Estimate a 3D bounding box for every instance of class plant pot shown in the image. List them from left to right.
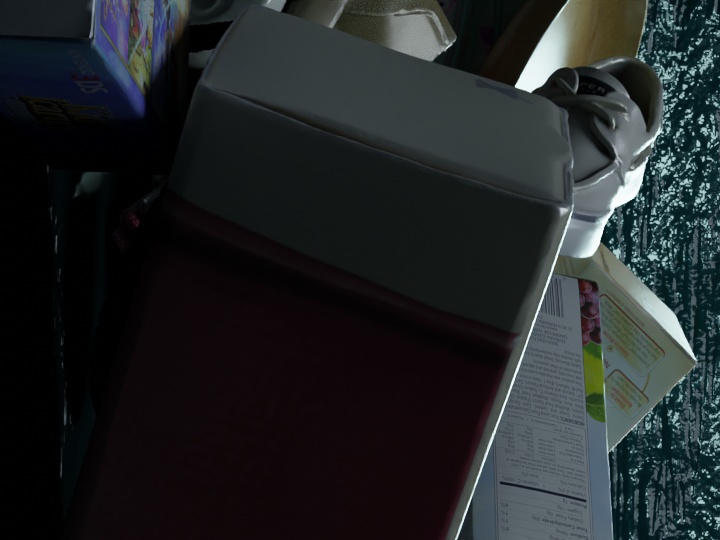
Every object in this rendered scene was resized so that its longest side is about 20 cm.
[{"bbox_3d":[0.083,-0.069,1.185,0.200,0.027,0.201,-52,159,-30],"label":"plant pot"}]

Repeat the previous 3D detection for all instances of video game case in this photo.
[{"bbox_3d":[-0.074,-0.130,0.652,0.200,0.045,0.183,78,13,-83],"label":"video game case"}]

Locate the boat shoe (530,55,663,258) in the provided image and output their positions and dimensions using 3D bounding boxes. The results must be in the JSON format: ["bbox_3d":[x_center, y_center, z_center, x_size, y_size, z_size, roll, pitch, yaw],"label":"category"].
[{"bbox_3d":[0.097,-0.057,1.080,0.200,0.072,0.066,-25,139,-65],"label":"boat shoe"}]

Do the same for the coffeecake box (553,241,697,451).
[{"bbox_3d":[0.067,0.081,1.195,0.200,0.073,0.154,-46,-177,8],"label":"coffeecake box"}]

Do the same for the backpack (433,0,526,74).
[{"bbox_3d":[0.004,-0.125,1.212,0.153,0.174,0.202,-48,143,-61],"label":"backpack"}]

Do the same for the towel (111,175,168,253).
[{"bbox_3d":[-0.053,0.060,0.968,0.146,0.030,0.202,-86,161,-81],"label":"towel"}]

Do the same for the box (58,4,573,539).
[{"bbox_3d":[-0.019,0.039,0.719,0.128,0.108,0.201,-76,-176,-74],"label":"box"}]

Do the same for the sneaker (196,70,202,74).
[{"bbox_3d":[-0.049,-0.178,1.041,0.090,0.069,0.202,-96,-171,-80],"label":"sneaker"}]

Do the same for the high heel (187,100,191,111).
[{"bbox_3d":[0.001,-0.074,0.915,0.071,0.142,0.201,23,50,-43],"label":"high heel"}]

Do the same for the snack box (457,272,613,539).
[{"bbox_3d":[0.039,0.123,0.971,0.169,0.067,0.201,123,-27,-50],"label":"snack box"}]

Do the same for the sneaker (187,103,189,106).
[{"bbox_3d":[-0.018,-0.024,1.148,0.200,0.078,0.116,43,30,-52],"label":"sneaker"}]

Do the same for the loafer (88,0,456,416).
[{"bbox_3d":[-0.027,-0.029,0.836,0.201,0.067,0.076,-61,-168,-8],"label":"loafer"}]

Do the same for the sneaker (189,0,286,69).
[{"bbox_3d":[-0.049,-0.141,0.895,0.147,0.080,0.202,76,9,-67],"label":"sneaker"}]
